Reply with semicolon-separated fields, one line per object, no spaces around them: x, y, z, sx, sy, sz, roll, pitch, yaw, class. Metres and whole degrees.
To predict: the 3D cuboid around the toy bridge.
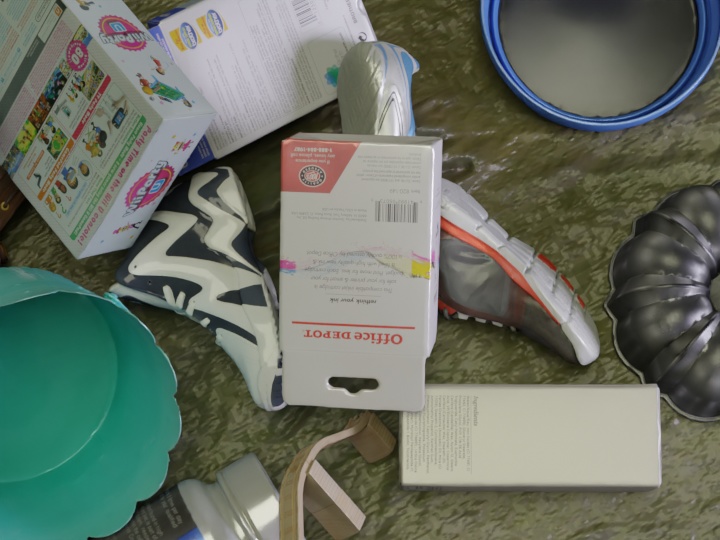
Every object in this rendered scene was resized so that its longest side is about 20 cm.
-0.027;0.168;1.210;0.027;0.200;0.067;-28;110;33;toy bridge

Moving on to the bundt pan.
0.294;0.018;1.284;0.200;0.076;0.204;0;77;1;bundt pan

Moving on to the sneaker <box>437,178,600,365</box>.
0.102;0.014;1.306;0.200;0.077;0.082;44;109;11;sneaker

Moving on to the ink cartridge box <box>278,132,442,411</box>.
0.000;0.000;1.243;0.115;0.068;0.202;3;100;8;ink cartridge box

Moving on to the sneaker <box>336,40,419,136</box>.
0.012;-0.081;1.312;0.072;0.072;0.202;4;96;-39;sneaker

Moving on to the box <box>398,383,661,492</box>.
0.128;0.130;1.268;0.198;0.068;0.083;1;78;2;box

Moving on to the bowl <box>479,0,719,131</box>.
0.197;-0.210;1.356;0.199;0.039;0.202;0;78;2;bowl

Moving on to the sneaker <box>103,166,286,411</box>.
-0.133;0.027;1.297;0.129;0.079;0.201;-18;82;4;sneaker

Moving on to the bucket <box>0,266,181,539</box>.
-0.244;0.098;1.216;0.206;0.135;0.209;-6;106;-22;bucket

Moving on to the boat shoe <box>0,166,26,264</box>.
-0.314;-0.018;1.313;0.067;0.072;0.201;30;88;-19;boat shoe

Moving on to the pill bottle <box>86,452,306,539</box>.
-0.141;0.228;1.232;0.199;0.114;0.114;-32;78;-5;pill bottle

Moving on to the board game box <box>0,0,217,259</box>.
-0.219;-0.133;1.245;0.200;0.064;0.148;50;124;18;board game box

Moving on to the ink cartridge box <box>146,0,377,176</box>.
-0.085;-0.171;1.309;0.199;0.042;0.120;-30;111;-20;ink cartridge box
